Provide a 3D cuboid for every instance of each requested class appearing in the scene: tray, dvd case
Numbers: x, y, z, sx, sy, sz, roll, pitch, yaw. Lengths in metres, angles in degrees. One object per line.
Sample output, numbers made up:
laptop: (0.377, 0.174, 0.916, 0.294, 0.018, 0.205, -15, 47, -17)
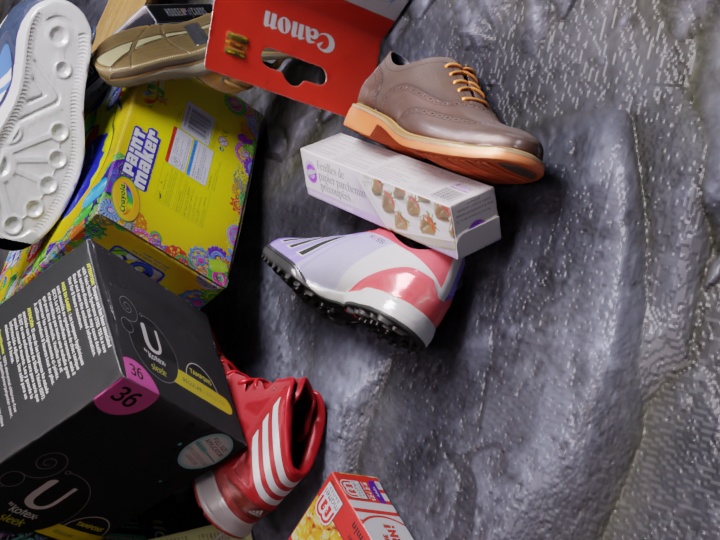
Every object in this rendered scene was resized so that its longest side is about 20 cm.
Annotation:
tray: (-0.210, -0.272, 1.267, 0.201, 0.037, 0.099, -60, 8, 19)
dvd case: (-0.225, -0.166, 1.179, 0.199, 0.150, 0.025, -37, 90, 19)

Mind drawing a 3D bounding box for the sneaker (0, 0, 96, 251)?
sneaker: (-0.272, -0.119, 1.066, 0.146, 0.080, 0.203, 12, 89, 64)

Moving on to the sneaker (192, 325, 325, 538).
sneaker: (-0.083, 0.096, 1.026, 0.115, 0.078, 0.202, -36, 53, 19)

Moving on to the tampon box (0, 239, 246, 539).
tampon box: (-0.213, 0.105, 0.962, 0.199, 0.150, 0.127, -34, 53, 15)

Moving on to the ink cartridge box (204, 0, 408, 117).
ink cartridge box: (-0.024, -0.225, 0.962, 0.047, 0.159, 0.203, 2, 81, 51)

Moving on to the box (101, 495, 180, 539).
box: (-0.232, 0.260, 1.097, 0.148, 0.123, 0.202, -43, 50, 33)

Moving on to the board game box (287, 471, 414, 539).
board game box: (-0.021, 0.265, 0.900, 0.201, 0.046, 0.152, -59, 42, 21)

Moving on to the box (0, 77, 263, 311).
box: (-0.195, -0.043, 1.101, 0.192, 0.121, 0.202, -38, 32, 38)

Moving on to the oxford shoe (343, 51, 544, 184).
oxford shoe: (0.059, -0.109, 0.901, 0.199, 0.071, 0.074, 27, 95, 51)

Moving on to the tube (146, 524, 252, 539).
tube: (-0.171, 0.234, 0.987, 0.052, 0.197, 0.059, -172, 76, -70)

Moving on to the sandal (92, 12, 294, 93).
sandal: (-0.113, -0.168, 1.056, 0.081, 0.197, 0.055, -119, 20, -51)

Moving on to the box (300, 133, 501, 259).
box: (0.024, -0.056, 0.931, 0.199, 0.041, 0.039, 26, 132, 54)

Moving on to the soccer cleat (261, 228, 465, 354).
soccer cleat: (0.000, 0.000, 0.954, 0.074, 0.068, 0.199, -54, 34, -11)
